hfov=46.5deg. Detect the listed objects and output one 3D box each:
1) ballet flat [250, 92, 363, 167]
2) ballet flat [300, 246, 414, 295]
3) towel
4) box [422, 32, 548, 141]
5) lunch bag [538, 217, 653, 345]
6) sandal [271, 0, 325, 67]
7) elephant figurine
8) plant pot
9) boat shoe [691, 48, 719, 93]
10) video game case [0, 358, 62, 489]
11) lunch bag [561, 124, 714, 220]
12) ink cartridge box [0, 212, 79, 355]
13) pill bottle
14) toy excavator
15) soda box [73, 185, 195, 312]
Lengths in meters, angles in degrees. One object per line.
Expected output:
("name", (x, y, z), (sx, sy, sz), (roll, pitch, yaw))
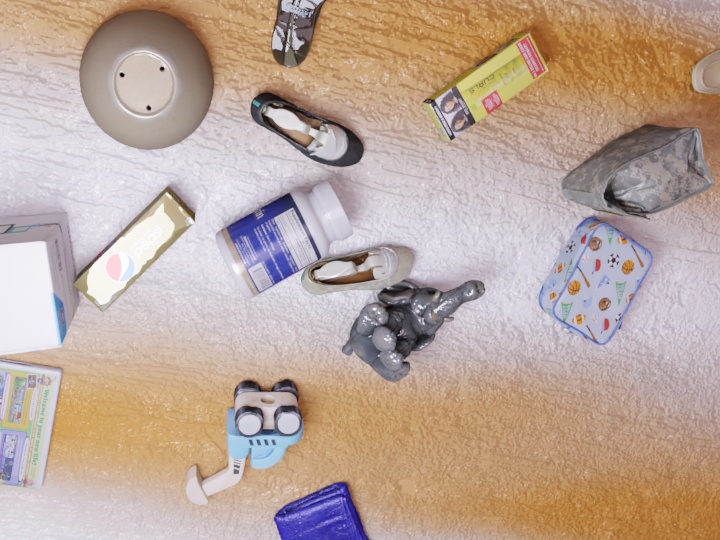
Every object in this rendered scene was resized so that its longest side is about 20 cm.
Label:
("ballet flat", (-0.080, -0.210, 1.297), (0.196, 0.068, 0.069), (21, 98, -17))
("ballet flat", (0.000, 0.000, 1.363), (0.195, 0.062, 0.069), (-14, 75, -9))
("towel", (-0.057, 0.490, 1.485), (0.145, 0.050, 0.204), (-22, 107, -8))
("box", (0.200, -0.295, 1.350), (0.198, 0.050, 0.076), (-35, 108, -3))
("lunch bag", (0.412, 0.025, 1.467), (0.158, 0.076, 0.203), (28, 95, -20))
("sandal", (-0.082, -0.407, 1.261), (0.080, 0.055, 0.204), (15, 114, -10))
("elephant figurine", (0.086, 0.080, 1.383), (0.199, 0.154, 0.143), (-37, 148, -28))
("plant pot", (-0.305, -0.268, 1.197), (0.195, 0.134, 0.206), (-3, 105, -13))
("boat shoe", (0.664, -0.347, 1.436), (0.195, 0.065, 0.074), (-12, 106, -10))
("video game case", (-0.577, 0.237, 1.318), (0.178, 0.022, 0.205), (11, 100, -15))
("lunch bag", (0.445, -0.152, 1.382), (0.196, 0.164, 0.120), (-25, 105, -5))
("ink cartridge box", (-0.490, 0.015, 1.189), (0.142, 0.200, 0.151), (-6, 105, -10))
("pill bottle", (-0.116, -0.052, 1.304), (0.197, 0.116, 0.118), (-28, 108, -5))
("toy excavator", (-0.192, 0.296, 1.390), (0.189, 0.100, 0.205), (1, 112, -12))
("soda box", (-0.342, -0.034, 1.280), (0.200, 0.068, 0.064), (-45, 108, 1))
